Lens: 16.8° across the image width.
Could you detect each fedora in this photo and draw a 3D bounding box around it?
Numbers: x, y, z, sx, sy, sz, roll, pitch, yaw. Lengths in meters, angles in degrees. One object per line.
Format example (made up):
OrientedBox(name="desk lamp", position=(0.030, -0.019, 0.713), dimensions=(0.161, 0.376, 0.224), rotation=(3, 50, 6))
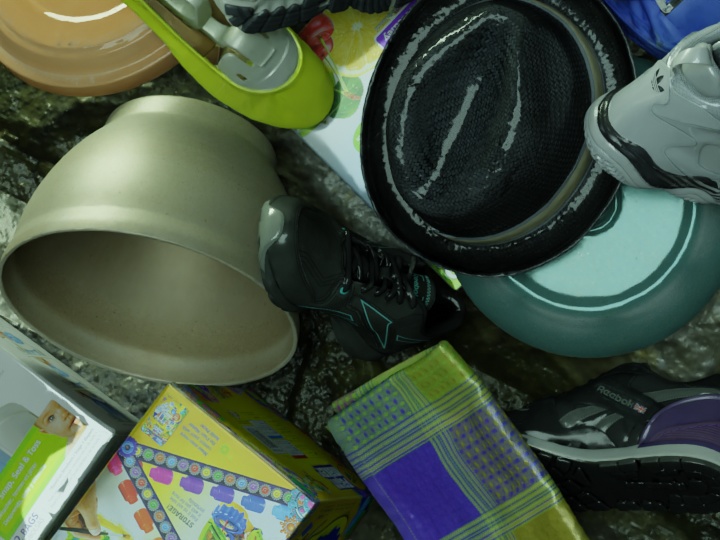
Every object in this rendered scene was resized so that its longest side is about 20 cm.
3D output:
OrientedBox(name="fedora", position=(0.076, -0.096, 1.509), dimensions=(0.200, 0.092, 0.201), rotation=(0, 89, 18))

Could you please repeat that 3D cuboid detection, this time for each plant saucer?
OrientedBox(name="plant saucer", position=(0.147, -0.044, 1.565), dimensions=(0.199, 0.036, 0.201), rotation=(0, 89, 9))
OrientedBox(name="plant saucer", position=(-0.177, -0.215, 1.643), dimensions=(0.200, 0.032, 0.201), rotation=(-6, 68, 16))

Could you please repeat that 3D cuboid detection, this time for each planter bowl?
OrientedBox(name="planter bowl", position=(-0.125, -0.029, 1.605), dimensions=(0.200, 0.200, 0.135), rotation=(6, 60, 12))

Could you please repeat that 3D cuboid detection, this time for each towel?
OrientedBox(name="towel", position=(0.069, 0.151, 1.568), dimensions=(0.144, 0.023, 0.200), rotation=(-32, 90, 46))

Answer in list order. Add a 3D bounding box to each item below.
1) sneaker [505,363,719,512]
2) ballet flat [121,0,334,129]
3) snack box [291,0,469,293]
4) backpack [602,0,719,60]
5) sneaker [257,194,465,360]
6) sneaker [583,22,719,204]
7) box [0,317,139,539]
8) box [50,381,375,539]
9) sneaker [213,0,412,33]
OrientedBox(name="sneaker", position=(0.158, 0.104, 1.586), dimensions=(0.199, 0.076, 0.088), rotation=(3, 53, 24))
OrientedBox(name="ballet flat", position=(-0.096, -0.161, 1.566), dimensions=(0.200, 0.067, 0.067), rotation=(39, 80, -10))
OrientedBox(name="snack box", position=(0.046, -0.104, 1.628), dimensions=(0.200, 0.053, 0.142), rotation=(45, 97, 10))
OrientedBox(name="backpack", position=(0.192, -0.227, 1.552), dimensions=(0.162, 0.168, 0.200), rotation=(-43, 82, 13))
OrientedBox(name="sneaker", position=(0.000, 0.000, 1.550), dimensions=(0.079, 0.200, 0.076), rotation=(-5, 70, 25))
OrientedBox(name="sneaker", position=(0.245, -0.090, 1.474), dimensions=(0.199, 0.115, 0.075), rotation=(9, 59, -27))
OrientedBox(name="box", position=(-0.259, 0.097, 1.654), dimensions=(0.200, 0.101, 0.113), rotation=(36, 93, 12))
OrientedBox(name="box", position=(-0.109, 0.184, 1.566), dimensions=(0.122, 0.200, 0.193), rotation=(38, 95, 11))
OrientedBox(name="sneaker", position=(-0.013, -0.213, 1.555), dimensions=(0.200, 0.078, 0.080), rotation=(-12, 56, -28))
